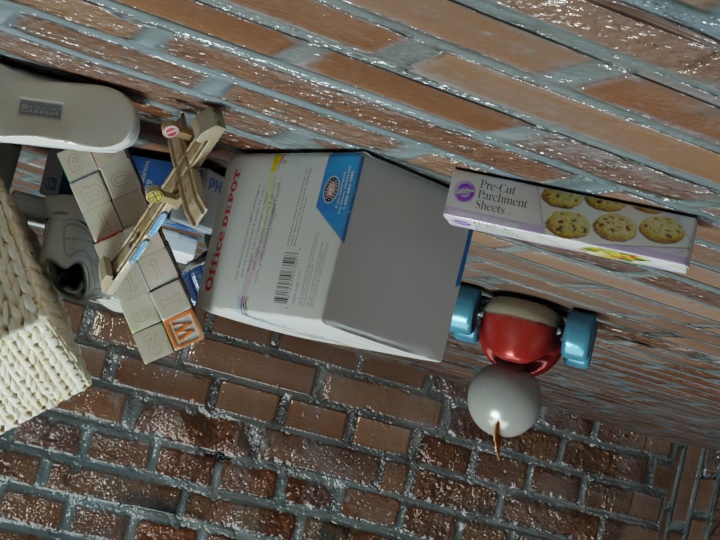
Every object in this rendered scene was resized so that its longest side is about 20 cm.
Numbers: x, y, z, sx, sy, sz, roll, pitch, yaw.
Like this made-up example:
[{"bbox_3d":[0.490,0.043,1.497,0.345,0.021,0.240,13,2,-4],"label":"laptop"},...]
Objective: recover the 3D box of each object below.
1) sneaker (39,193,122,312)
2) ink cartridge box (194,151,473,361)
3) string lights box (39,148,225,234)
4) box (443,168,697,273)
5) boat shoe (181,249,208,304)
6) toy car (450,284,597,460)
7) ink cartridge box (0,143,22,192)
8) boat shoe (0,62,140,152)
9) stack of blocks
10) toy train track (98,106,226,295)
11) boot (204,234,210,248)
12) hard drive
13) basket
[{"bbox_3d":[-0.284,0.001,1.565,0.074,0.082,0.200,-1,152,14],"label":"sneaker"},{"bbox_3d":[-0.025,-0.014,1.339,0.144,0.149,0.199,19,172,-38],"label":"ink cartridge box"},{"bbox_3d":[-0.217,-0.082,1.551,0.198,0.060,0.103,11,176,27],"label":"string lights box"},{"bbox_3d":[0.166,-0.039,1.198,0.198,0.042,0.039,13,173,15],"label":"box"},{"bbox_3d":[-0.103,-0.021,1.663,0.197,0.073,0.073,-13,-155,4],"label":"boat shoe"},{"bbox_3d":[0.190,0.140,1.917,0.182,0.202,0.177,13,173,11],"label":"toy car"},{"bbox_3d":[-0.477,-0.118,1.697,0.145,0.085,0.200,17,172,-22],"label":"ink cartridge box"},{"bbox_3d":[-0.278,-0.136,1.254,0.197,0.073,0.069,5,172,0],"label":"boat shoe"},{"bbox_3d":[-0.207,-0.025,1.371,0.058,0.202,0.115,-23,-173,-5],"label":"stack of blocks"},{"bbox_3d":[-0.174,-0.057,1.247,0.032,0.200,0.115,15,-142,-33],"label":"toy train track"},{"bbox_3d":[-0.079,-0.020,1.811,0.198,0.068,0.130,19,-179,27],"label":"boot"},{"bbox_3d":[-0.278,-0.046,1.637,0.198,0.027,0.132,14,176,-10],"label":"hard drive"},{"bbox_3d":[-0.383,0.042,1.500,0.159,0.200,0.201,-23,155,-6],"label":"basket"}]
